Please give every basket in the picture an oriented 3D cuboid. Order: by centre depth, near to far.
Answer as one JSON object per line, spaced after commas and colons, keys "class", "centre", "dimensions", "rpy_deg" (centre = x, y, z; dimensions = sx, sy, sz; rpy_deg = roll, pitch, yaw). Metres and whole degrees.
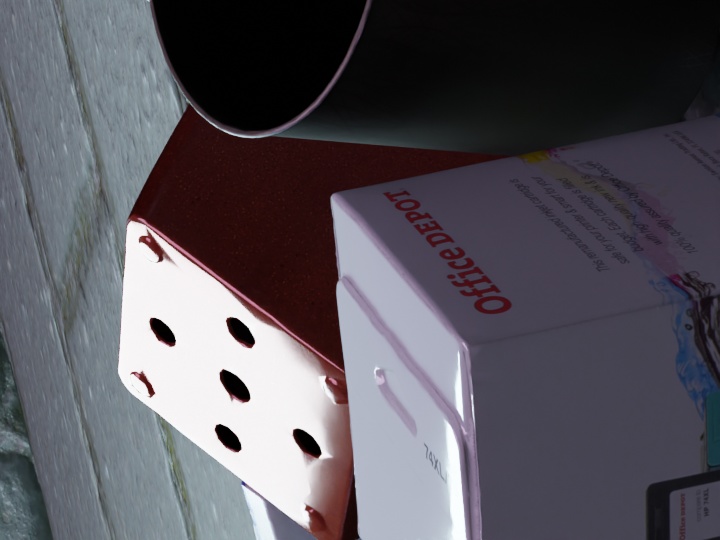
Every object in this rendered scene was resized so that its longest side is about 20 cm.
{"class": "basket", "centre": [0.035, -0.115, 1.122], "dimensions": [0.136, 0.199, 0.181], "rpy_deg": [-34, 55, 38]}

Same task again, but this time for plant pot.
{"class": "plant pot", "centre": [0.000, 0.000, 1.280], "dimensions": [0.200, 0.176, 0.200], "rpy_deg": [36, 148, 17]}

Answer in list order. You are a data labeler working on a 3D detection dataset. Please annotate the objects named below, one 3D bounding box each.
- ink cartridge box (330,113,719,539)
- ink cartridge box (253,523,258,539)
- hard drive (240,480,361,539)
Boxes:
{"class": "ink cartridge box", "centre": [0.106, 0.043, 1.026], "dimensions": [0.147, 0.199, 0.147], "rpy_deg": [-130, 32, -61]}
{"class": "ink cartridge box", "centre": [0.023, 0.196, 1.602], "dimensions": [0.067, 0.115, 0.201], "rpy_deg": [101, 153, -54]}
{"class": "hard drive", "centre": [0.014, 0.138, 1.447], "dimensions": [0.025, 0.132, 0.201], "rpy_deg": [32, 150, 38]}
